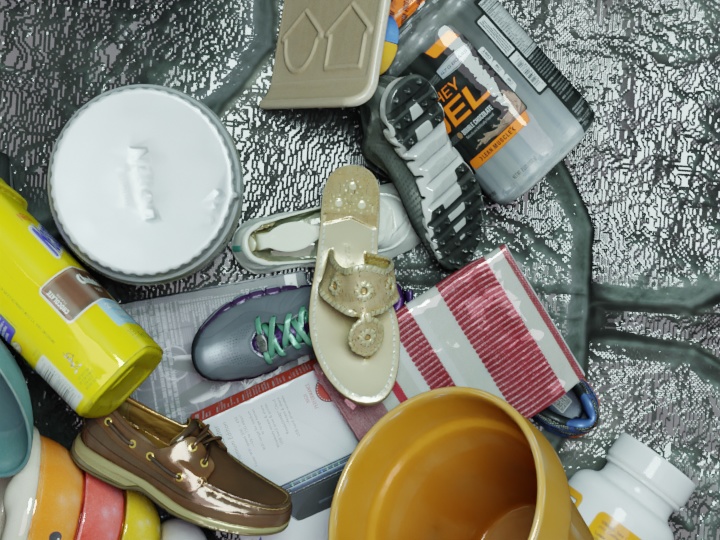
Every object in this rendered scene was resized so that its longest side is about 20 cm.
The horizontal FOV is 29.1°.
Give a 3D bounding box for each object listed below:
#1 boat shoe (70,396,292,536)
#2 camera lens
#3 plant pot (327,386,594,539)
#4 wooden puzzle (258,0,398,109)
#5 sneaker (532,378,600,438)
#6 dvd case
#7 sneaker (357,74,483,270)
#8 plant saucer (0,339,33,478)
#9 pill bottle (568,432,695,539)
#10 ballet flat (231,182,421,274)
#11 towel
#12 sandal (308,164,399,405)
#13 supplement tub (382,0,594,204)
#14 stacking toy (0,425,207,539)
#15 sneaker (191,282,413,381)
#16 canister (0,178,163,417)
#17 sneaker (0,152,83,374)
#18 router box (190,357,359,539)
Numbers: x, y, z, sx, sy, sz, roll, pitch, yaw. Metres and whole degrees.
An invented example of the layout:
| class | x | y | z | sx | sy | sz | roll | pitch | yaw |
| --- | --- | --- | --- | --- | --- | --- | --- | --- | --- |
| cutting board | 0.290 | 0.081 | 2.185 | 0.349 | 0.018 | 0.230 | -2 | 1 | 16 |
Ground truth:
| class | x | y | z | sx | sy | sz | roll | pitch | yaw |
| --- | --- | --- | --- | --- | --- | --- | --- | --- | --- |
| boat shoe | -0.147 | 0.162 | 1.171 | 0.198 | 0.072 | 0.068 | 22 | 107 | 6 |
| camera lens | -0.177 | -0.069 | 1.167 | 0.157 | 0.200 | 0.163 | 0 | 90 | -5 |
| plant pot | 0.104 | 0.224 | 1.143 | 0.201 | 0.200 | 0.183 | -54 | 135 | -3 |
| wooden puzzle | -0.012 | -0.234 | 1.201 | 0.046 | 0.184 | 0.203 | 15 | 88 | -31 |
| sneaker | 0.142 | 0.082 | 1.259 | 0.199 | 0.078 | 0.076 | 32 | 87 | -5 |
| dvd case | -0.135 | 0.091 | 1.263 | 0.197 | 0.016 | 0.151 | -10 | 91 | -6 |
| sneaker | 0.048 | -0.091 | 1.219 | 0.066 | 0.090 | 0.202 | -38 | 126 | -20 |
| plant saucer | -0.336 | 0.081 | 1.126 | 0.200 | 0.200 | 0.036 | 43 | 48 | -4 |
| pill bottle | 0.212 | 0.252 | 1.250 | 0.111 | 0.111 | 0.201 | 36 | 87 | -4 |
| ballet flat | -0.019 | -0.035 | 1.250 | 0.197 | 0.069 | 0.071 | -11 | 91 | -5 |
| towel | 0.077 | 0.088 | 1.205 | 0.199 | 0.023 | 0.145 | -33 | 100 | 3 |
| sandal | -0.006 | 0.000 | 1.162 | 0.076 | 0.070 | 0.215 | -1 | 67 | -4 |
| supplement tub | 0.102 | -0.168 | 1.231 | 0.122 | 0.123 | 0.200 | -43 | 93 | -3 |
| stacking toy | -0.225 | 0.224 | 1.217 | 0.197 | 0.146 | 0.148 | 14 | 89 | -21 |
| sneaker | -0.052 | 0.043 | 1.218 | 0.198 | 0.087 | 0.075 | -21 | 94 | -15 |
| canister | -0.255 | 0.020 | 1.106 | 0.087 | 0.149 | 0.200 | -45 | 86 | -5 |
| sneaker | -0.292 | -0.010 | 1.232 | 0.082 | 0.071 | 0.202 | -21 | 91 | -25 |
| router box | -0.033 | 0.187 | 1.248 | 0.178 | 0.049 | 0.202 | -24 | 99 | -4 |
